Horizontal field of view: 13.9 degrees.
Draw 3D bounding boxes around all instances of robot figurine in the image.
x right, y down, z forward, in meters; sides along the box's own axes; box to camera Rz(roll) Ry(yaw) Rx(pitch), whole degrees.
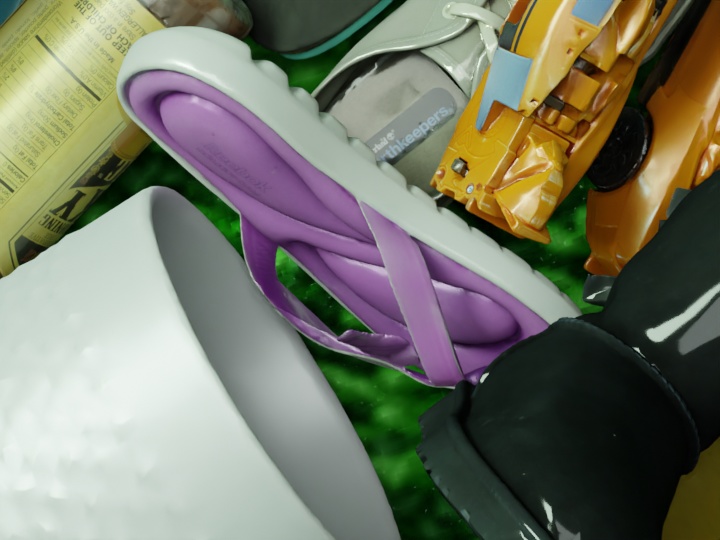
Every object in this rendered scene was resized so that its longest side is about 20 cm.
[{"bbox_3d":[0.114,-0.090,0.952,0.145,0.058,0.200,26,96,-36],"label":"robot figurine"}]

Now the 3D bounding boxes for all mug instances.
[{"bbox_3d":[-0.084,0.100,0.946,0.175,0.148,0.200,-32,112,9],"label":"mug"}]

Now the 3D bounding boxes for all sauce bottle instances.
[{"bbox_3d":[-0.123,-0.033,0.991,0.200,0.065,0.065,-45,82,9],"label":"sauce bottle"}]

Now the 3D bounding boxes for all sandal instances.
[{"bbox_3d":[-0.004,0.002,0.947,0.203,0.082,0.050,39,62,-16],"label":"sandal"}]

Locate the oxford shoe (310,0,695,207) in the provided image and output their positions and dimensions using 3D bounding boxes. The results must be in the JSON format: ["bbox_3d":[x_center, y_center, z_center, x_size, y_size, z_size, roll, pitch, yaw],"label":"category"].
[{"bbox_3d":[0.053,-0.084,0.985,0.200,0.058,0.075,-43,80,-2],"label":"oxford shoe"}]

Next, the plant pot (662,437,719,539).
[{"bbox_3d":[0.170,0.096,0.873,0.200,0.200,0.142,-39,103,0],"label":"plant pot"}]

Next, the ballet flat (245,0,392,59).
[{"bbox_3d":[0.025,-0.159,0.987,0.200,0.068,0.068,-44,43,-4],"label":"ballet flat"}]

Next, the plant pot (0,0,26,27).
[{"bbox_3d":[-0.236,-0.133,0.958,0.200,0.200,0.188,-42,67,0],"label":"plant pot"}]

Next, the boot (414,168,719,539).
[{"bbox_3d":[0.098,0.024,0.845,0.162,0.198,0.073,-38,98,3],"label":"boot"}]
